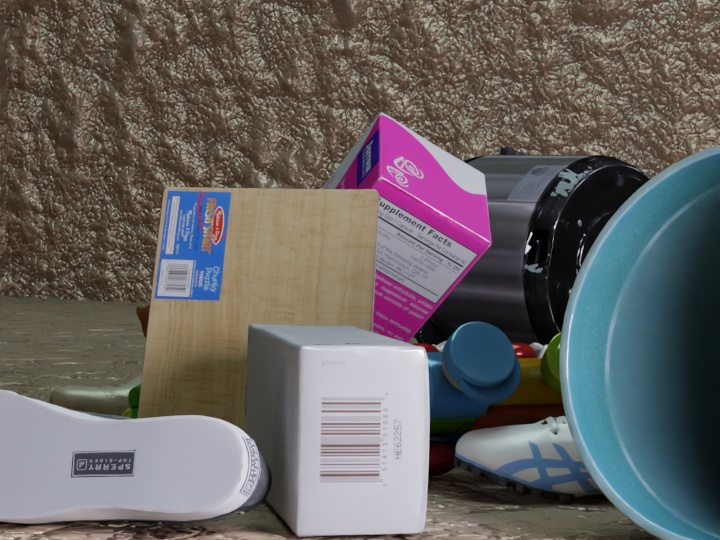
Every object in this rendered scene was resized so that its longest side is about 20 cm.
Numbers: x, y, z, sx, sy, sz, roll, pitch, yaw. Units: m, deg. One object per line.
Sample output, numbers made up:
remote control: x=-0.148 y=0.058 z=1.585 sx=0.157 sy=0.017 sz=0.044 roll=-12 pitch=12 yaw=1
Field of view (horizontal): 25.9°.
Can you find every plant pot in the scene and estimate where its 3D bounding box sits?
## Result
plant pot: x=0.237 y=0.053 z=0.809 sx=0.200 sy=0.201 sz=0.188 roll=2 pitch=-11 yaw=43

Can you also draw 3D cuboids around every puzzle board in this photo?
puzzle board: x=-0.067 y=0.038 z=1.044 sx=0.150 sy=0.201 sz=0.017 roll=1 pitch=-23 yaw=6

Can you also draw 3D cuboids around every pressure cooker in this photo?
pressure cooker: x=0.132 y=-0.010 z=1.255 sx=0.176 sy=0.179 sz=0.200 roll=-4 pitch=6 yaw=-42

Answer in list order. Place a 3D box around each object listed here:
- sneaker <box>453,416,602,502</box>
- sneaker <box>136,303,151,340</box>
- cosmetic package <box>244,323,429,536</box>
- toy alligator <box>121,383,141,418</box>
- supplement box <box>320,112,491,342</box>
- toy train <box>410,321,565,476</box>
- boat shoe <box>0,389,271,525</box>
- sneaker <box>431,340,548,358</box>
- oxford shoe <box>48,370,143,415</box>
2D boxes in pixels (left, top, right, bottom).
sneaker: x=0.156 y=0.101 z=0.940 sx=0.199 sy=0.073 sz=0.072 roll=0 pitch=3 yaw=1
sneaker: x=-0.110 y=0.007 z=1.331 sx=0.073 sy=0.085 sz=0.200 roll=-12 pitch=22 yaw=43
cosmetic package: x=-0.019 y=0.085 z=0.890 sx=0.074 sy=0.102 sz=0.200 roll=2 pitch=2 yaw=-11
toy alligator: x=-0.106 y=0.100 z=1.124 sx=0.200 sy=0.054 sz=0.059 roll=0 pitch=2 yaw=-44
supplement box: x=0.000 y=0.000 z=1.170 sx=0.103 sy=0.200 sz=0.101 roll=31 pitch=28 yaw=-18
toy train: x=0.122 y=0.074 z=1.003 sx=0.199 sy=0.085 sz=0.116 roll=1 pitch=-25 yaw=-21
boat shoe: x=-0.143 y=0.106 z=0.825 sx=0.199 sy=0.069 sz=0.057 roll=3 pitch=-17 yaw=18
sneaker: x=0.048 y=0.089 z=1.083 sx=0.199 sy=0.087 sz=0.074 roll=0 pitch=3 yaw=-17
oxford shoe: x=-0.146 y=0.088 z=1.201 sx=0.200 sy=0.074 sz=0.071 roll=1 pitch=1 yaw=-29
